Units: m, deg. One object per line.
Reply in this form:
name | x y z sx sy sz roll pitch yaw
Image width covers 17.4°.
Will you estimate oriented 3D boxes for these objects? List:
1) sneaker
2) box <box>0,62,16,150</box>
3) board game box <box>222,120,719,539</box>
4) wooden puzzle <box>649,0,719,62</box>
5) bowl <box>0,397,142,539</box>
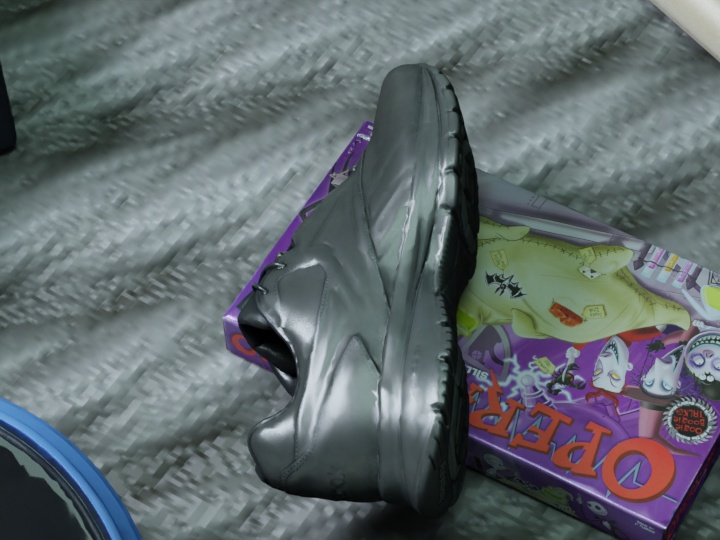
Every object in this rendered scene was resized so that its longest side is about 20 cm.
sneaker | 0.000 0.000 0.908 0.090 0.076 0.201 -1 52 10
box | -0.276 -0.112 1.008 0.199 0.104 0.183 -22 56 -13
board game box | 0.059 0.023 0.948 0.199 0.032 0.120 24 62 18
wooden puzzle | 0.250 -0.133 1.054 0.199 0.037 0.185 -35 60 -16
bowl | -0.167 0.134 0.816 0.199 0.039 0.203 0 77 -1
